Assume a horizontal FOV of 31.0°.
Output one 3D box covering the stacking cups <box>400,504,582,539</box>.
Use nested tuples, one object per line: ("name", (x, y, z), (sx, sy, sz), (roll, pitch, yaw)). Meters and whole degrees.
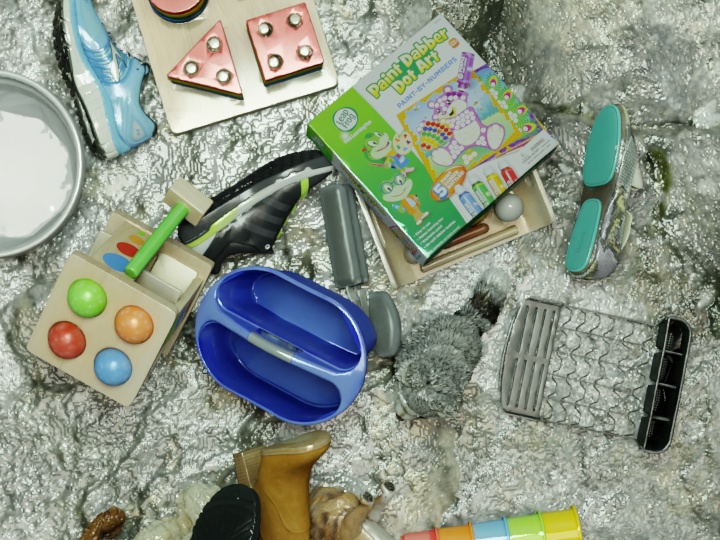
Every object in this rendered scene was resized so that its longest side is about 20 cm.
("stacking cups", (0.145, 0.304, 1.441), (0.199, 0.061, 0.061), (-8, 88, -2))

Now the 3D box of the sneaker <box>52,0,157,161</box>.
("sneaker", (-0.282, -0.226, 1.445), (0.090, 0.078, 0.201), (-18, 92, -22))

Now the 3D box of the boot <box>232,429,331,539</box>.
("boot", (-0.068, 0.251, 1.374), (0.070, 0.201, 0.145), (-15, 85, -32))

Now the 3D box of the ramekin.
("ramekin", (-0.392, -0.110, 1.407), (0.199, 0.105, 0.202), (0, 88, -4))

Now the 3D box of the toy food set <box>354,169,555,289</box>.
("toy food set", (0.101, -0.082, 1.453), (0.199, 0.060, 0.144), (-22, 90, -4))

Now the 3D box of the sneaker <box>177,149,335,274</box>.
("sneaker", (-0.109, -0.062, 1.449), (0.199, 0.072, 0.083), (-29, 110, -1))

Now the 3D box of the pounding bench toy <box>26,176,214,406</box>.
("pounding bench toy", (-0.235, 0.010, 1.349), (0.124, 0.156, 0.201), (29, 113, -2))

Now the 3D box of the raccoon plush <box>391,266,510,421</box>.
("raccoon plush", (0.096, 0.076, 1.409), (0.096, 0.134, 0.201), (23, 87, -1))

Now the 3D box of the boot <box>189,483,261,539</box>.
("boot", (-0.113, 0.339, 1.339), (0.073, 0.163, 0.199), (-6, 59, 26))

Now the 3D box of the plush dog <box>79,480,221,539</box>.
("plush dog", (-0.225, 0.340, 1.392), (0.171, 0.160, 0.201), (-11, 89, 20))

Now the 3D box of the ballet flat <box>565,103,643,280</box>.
("ballet flat", (0.282, -0.084, 1.468), (0.072, 0.072, 0.202), (13, 87, -2))

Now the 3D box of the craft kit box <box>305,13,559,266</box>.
("craft kit box", (0.078, -0.143, 1.414), (0.200, 0.049, 0.198), (-41, 81, -11))

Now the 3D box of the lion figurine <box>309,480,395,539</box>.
("lion figurine", (0.022, 0.302, 1.399), (0.200, 0.072, 0.123), (48, 127, 14))

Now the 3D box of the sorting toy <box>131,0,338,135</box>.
("sorting toy", (-0.145, -0.277, 1.443), (0.198, 0.070, 0.201), (-17, 89, -3))

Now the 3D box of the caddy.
("caddy", (-0.080, 0.078, 1.390), (0.199, 0.105, 0.142), (26, 101, 14))

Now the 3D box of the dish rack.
("dish rack", (0.258, 0.112, 1.458), (0.199, 0.055, 0.154), (12, 87, -2))

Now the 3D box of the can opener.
("can opener", (0.000, 0.000, 1.448), (0.066, 0.053, 0.201), (-15, 87, 15))
